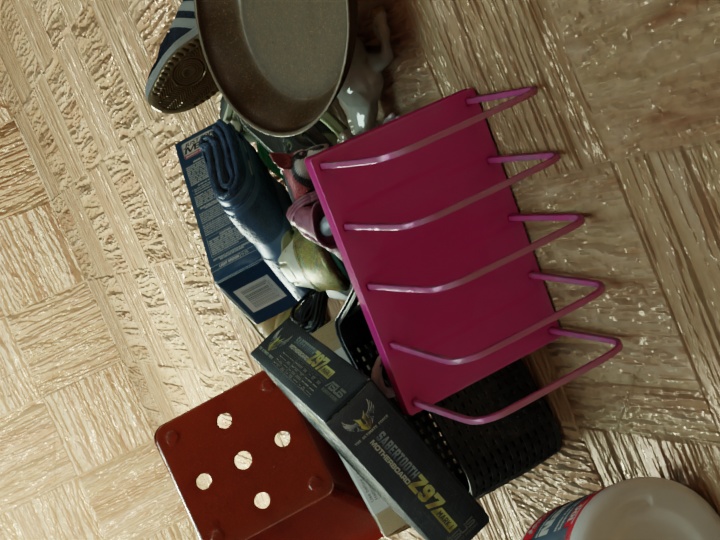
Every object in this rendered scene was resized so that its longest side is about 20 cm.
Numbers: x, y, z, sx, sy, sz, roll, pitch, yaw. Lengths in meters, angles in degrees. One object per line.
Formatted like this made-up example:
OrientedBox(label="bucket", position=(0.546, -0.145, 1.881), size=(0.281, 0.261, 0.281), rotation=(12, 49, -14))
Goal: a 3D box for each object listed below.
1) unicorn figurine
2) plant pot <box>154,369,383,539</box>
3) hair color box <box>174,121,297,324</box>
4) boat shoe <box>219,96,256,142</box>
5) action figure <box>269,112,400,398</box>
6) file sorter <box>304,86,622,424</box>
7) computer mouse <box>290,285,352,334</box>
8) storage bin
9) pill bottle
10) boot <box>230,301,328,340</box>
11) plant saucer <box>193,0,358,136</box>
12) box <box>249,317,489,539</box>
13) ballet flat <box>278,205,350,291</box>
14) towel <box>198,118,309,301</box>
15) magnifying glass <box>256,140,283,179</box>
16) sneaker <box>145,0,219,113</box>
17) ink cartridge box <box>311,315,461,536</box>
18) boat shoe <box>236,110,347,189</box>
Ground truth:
OrientedBox(label="unicorn figurine", position=(-0.018, -0.172, 1.121), size=(0.138, 0.074, 0.200), rotation=(90, 165, -53))
OrientedBox(label="plant pot", position=(-0.094, 0.198, 1.337), size=(0.200, 0.199, 0.176), rotation=(62, -178, 17))
OrientedBox(label="hair color box", position=(-0.132, -0.052, 1.458), size=(0.100, 0.060, 0.200), rotation=(52, -165, -53))
OrientedBox(label="boat shoe", position=(-0.094, -0.189, 1.295), size=(0.200, 0.072, 0.068), rotation=(136, 136, -64))
OrientedBox(label="action figure", position=(0.005, -0.027, 1.066), size=(0.200, 0.134, 0.149), rotation=(37, 124, 9))
OrientedBox(label="file sorter", position=(0.078, -0.012, 0.938), size=(0.125, 0.139, 0.201), rotation=(6, 120, 67))
OrientedBox(label="computer mouse", position=(0.000, 0.000, 1.266), size=(0.044, 0.110, 0.200), rotation=(31, 161, -15))
OrientedBox(label="storage bin", position=(0.071, 0.095, 1.163), size=(0.200, 0.094, 0.135), rotation=(60, 161, 12))
OrientedBox(label="pill bottle", position=(0.178, 0.224, 0.993), size=(0.120, 0.119, 0.200), rotation=(61, 161, 10))
OrientedBox(label="boot", position=(-0.107, 0.051, 1.636), size=(0.200, 0.066, 0.175), rotation=(50, 156, 40))
OrientedBox(label="plant saucer", position=(-0.061, -0.207, 1.067), size=(0.200, 0.037, 0.201), rotation=(22, 119, 45))
OrientedBox(label="box", position=(0.003, 0.127, 1.073), size=(0.158, 0.051, 0.200), rotation=(49, 172, -22))
OrientedBox(label="ballet flat", position=(-0.042, -0.020, 1.214), size=(0.200, 0.070, 0.071), rotation=(-93, -14, -69))
OrientedBox(label="towel", position=(-0.089, -0.053, 1.350), size=(0.200, 0.048, 0.112), rotation=(54, -169, -47))
OrientedBox(label="magnifying glass", position=(-0.078, -0.144, 1.255), size=(0.079, 0.022, 0.200), rotation=(2, 143, 26))
OrientedBox(label="sneaker", position=(-0.142, -0.244, 1.233), size=(0.200, 0.070, 0.109), rotation=(-51, 52, 21))
OrientedBox(label="ink cartridge box", position=(0.020, 0.148, 1.305), size=(0.200, 0.075, 0.165), rotation=(61, -172, 13))
OrientedBox(label="boat shoe", position=(-0.037, -0.092, 1.179), size=(0.201, 0.066, 0.072), rotation=(35, 149, 18))
